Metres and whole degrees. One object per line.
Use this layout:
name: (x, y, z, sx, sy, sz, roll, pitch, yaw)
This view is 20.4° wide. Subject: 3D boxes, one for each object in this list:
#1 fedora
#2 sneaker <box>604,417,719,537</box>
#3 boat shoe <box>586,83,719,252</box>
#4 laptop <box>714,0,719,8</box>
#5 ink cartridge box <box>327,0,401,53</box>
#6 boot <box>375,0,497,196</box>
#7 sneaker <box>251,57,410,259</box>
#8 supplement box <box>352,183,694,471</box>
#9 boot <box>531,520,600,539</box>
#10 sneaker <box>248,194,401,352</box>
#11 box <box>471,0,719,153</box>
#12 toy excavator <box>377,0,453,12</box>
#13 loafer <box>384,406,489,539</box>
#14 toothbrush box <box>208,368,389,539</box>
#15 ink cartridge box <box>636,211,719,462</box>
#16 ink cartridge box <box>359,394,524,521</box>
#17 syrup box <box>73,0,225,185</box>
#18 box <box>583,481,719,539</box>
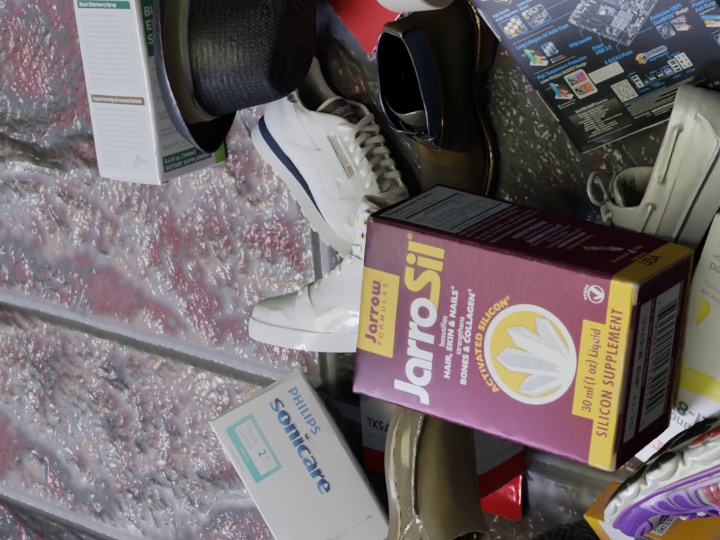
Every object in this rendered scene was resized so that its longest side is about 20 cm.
fedora: (-0.086, -0.188, 1.520, 0.091, 0.201, 0.203, 0, 108, 17)
sneaker: (0.238, 0.139, 1.285, 0.199, 0.080, 0.084, -31, 91, 45)
boat shoe: (0.192, -0.045, 1.345, 0.085, 0.075, 0.203, 25, 136, 5)
laptop: (0.293, -0.172, 1.158, 0.186, 0.116, 0.201, -27, 88, 22)
ink cartridge box: (-0.003, -0.278, 1.483, 0.161, 0.050, 0.200, 53, 132, 14)
boot: (0.046, -0.104, 1.468, 0.074, 0.097, 0.202, 17, 117, 37)
sneaker: (-0.006, -0.076, 1.545, 0.200, 0.076, 0.081, 47, 124, 21)
supplement box: (0.106, 0.033, 1.327, 0.198, 0.103, 0.132, 14, 111, 28)
boot: (0.137, 0.304, 1.513, 0.065, 0.164, 0.202, 31, 133, 43)
sneaker: (0.000, 0.000, 1.484, 0.198, 0.073, 0.117, 0, 101, 31)
box: (0.180, -0.177, 1.315, 0.199, 0.046, 0.159, -22, 113, 46)
toy excavator: (0.068, -0.275, 1.303, 0.099, 0.199, 0.197, 2, 103, 43)
loafer: (0.061, 0.174, 1.466, 0.067, 0.076, 0.202, 8, 97, 44)
toothbrush box: (-0.040, 0.167, 1.587, 0.147, 0.085, 0.200, 59, 177, 7)
ink cartridge box: (0.282, 0.070, 1.327, 0.145, 0.083, 0.201, 34, 127, 29)
ink cartridge box: (0.062, 0.101, 1.554, 0.115, 0.067, 0.202, 11, 113, 39)
syrup box: (-0.177, -0.180, 1.659, 0.081, 0.078, 0.202, 9, 112, 41)
box: (0.250, 0.215, 1.373, 0.119, 0.041, 0.200, 53, 162, -23)
